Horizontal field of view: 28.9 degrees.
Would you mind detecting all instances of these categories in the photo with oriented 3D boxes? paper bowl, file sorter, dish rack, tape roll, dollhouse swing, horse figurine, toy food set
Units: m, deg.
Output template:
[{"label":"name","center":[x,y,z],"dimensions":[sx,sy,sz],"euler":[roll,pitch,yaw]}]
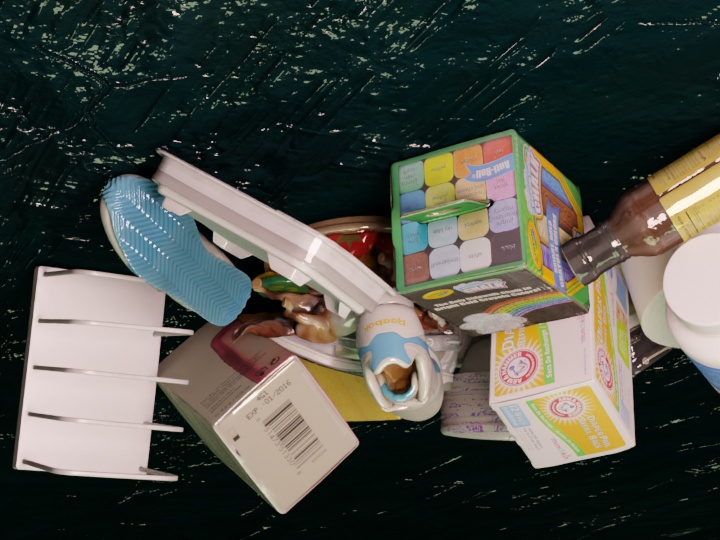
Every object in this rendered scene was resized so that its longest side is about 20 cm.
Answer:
[{"label":"paper bowl","center":[0.184,0.127,1.487],"dimensions":[0.199,0.105,0.201],"euler":[1,172,0]},{"label":"file sorter","center":[-0.245,0.101,1.370],"dimensions":[0.138,0.202,0.124],"euler":[9,173,-30]},{"label":"dish rack","center":[-0.078,-0.024,1.165],"dimensions":[0.199,0.044,0.172],"euler":[29,176,27]},{"label":"tape roll","center":[0.356,-0.005,1.340],"dimensions":[0.201,0.071,0.203],"euler":[-10,149,-6]},{"label":"dollhouse swing","center":[-0.037,0.082,1.606],"dimensions":[0.198,0.176,0.183],"euler":[-3,121,20]},{"label":"horse figurine","center":[-0.023,0.037,1.345],"dimensions":[0.198,0.050,0.133],"euler":[-14,153,17]},{"label":"toy food set","center":[0.000,0.000,1.390],"dimensions":[0.197,0.049,0.199],"euler":[-18,156,36]}]

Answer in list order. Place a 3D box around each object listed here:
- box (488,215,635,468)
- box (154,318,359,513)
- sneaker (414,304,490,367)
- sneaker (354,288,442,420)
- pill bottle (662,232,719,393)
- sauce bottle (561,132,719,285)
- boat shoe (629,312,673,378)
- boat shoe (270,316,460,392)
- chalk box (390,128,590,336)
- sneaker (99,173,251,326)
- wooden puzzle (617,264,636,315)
[{"label":"box","center":[0.189,0.066,1.312],"dimensions":[0.101,0.201,0.113],"euler":[-16,135,24]},{"label":"box","center":[-0.111,0.139,1.423],"dimensions":[0.128,0.109,0.200],"euler":[55,166,-26]},{"label":"sneaker","center":[0.102,0.066,1.552],"dimensions":[0.099,0.076,0.200],"euler":[0,170,8]},{"label":"sneaker","center":[0.035,0.100,1.319],"dimensions":[0.076,0.081,0.200],"euler":[-12,147,9]},{"label":"pill bottle","center":[0.333,0.044,1.229],"dimensions":[0.111,0.113,0.200],"euler":[-12,154,24]},{"label":"sauce bottle","center":[0.261,-0.056,1.167],"dimensions":[0.199,0.065,0.065],"euler":[-30,153,14]},{"label":"boat shoe","center":[0.346,0.061,1.512],"dimensions":[0.199,0.061,0.074],"euler":[-18,164,-36]},{"label":"boat shoe","center":[0.002,0.076,1.436],"dimensions":[0.200,0.065,0.074],"euler":[13,175,1]},{"label":"chalk box","center":[0.104,-0.035,1.204],"dimensions":[0.124,0.125,0.200],"euler":[-12,157,26]},{"label":"sneaker","center":[-0.180,-0.021,1.260],"dimensions":[0.080,0.077,0.200],"euler":[28,164,38]},{"label":"wooden puzzle","center":[0.222,0.011,1.485],"dimensions":[0.198,0.038,0.185],"euler":[5,159,-9]}]
